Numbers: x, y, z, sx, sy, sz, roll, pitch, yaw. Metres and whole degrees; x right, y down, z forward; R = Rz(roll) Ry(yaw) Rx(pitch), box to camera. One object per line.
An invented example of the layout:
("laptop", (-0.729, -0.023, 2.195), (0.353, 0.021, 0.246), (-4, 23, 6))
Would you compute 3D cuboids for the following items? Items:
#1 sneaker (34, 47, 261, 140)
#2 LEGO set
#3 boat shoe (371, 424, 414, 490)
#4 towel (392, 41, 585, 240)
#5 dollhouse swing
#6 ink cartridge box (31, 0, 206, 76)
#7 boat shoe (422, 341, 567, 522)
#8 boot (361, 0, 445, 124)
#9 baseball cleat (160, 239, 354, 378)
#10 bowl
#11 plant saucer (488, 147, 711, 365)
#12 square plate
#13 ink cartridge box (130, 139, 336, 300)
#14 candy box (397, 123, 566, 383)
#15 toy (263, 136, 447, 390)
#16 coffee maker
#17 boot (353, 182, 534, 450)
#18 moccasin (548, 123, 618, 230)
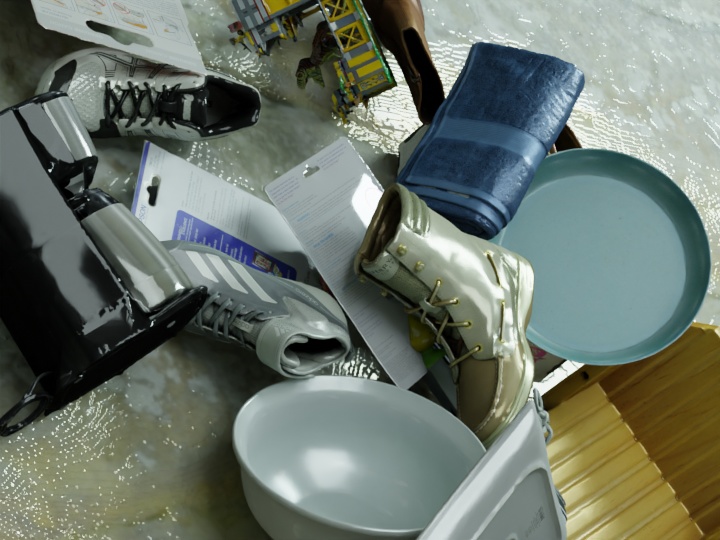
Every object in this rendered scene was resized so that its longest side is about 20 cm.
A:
("sneaker", (-0.168, -0.142, 1.715), (0.200, 0.088, 0.076), (-7, 103, -41))
("LEGO set", (-0.047, -0.196, 1.851), (0.200, 0.116, 0.154), (-89, 154, -79))
("boat shoe", (0.080, 0.193, 1.708), (0.076, 0.060, 0.200), (-43, 93, -15))
("towel", (0.111, -0.115, 1.827), (0.112, 0.049, 0.200), (14, 54, 26))
("dollhouse swing", (0.245, 0.163, 1.800), (0.200, 0.182, 0.176), (57, 31, 9))
("ink cartridge box", (-0.226, -0.228, 1.744), (0.161, 0.050, 0.200), (13, 39, -34))
("boat shoe", (0.124, 0.130, 1.753), (0.068, 0.074, 0.199), (-31, 58, -9))
("boot", (0.021, -0.252, 1.905), (0.200, 0.068, 0.188), (-101, 178, -58))
("baseball cleat", (-0.098, 0.030, 1.635), (0.200, 0.070, 0.106), (11, 21, -18))
("bowl", (-0.006, 0.172, 1.598), (0.201, 0.090, 0.201), (10, 29, -6))
("plant saucer", (0.202, -0.009, 1.815), (0.200, 0.027, 0.200), (1, 69, -4))
("square plate", (0.091, 0.221, 1.556), (0.028, 0.200, 0.198), (29, 66, 29))
("ink cartridge box", (-0.108, -0.021, 1.726), (0.200, 0.039, 0.100), (29, 45, -23))
("candy box", (0.116, -0.022, 1.891), (0.168, 0.072, 0.200), (25, 46, -25))
("toy", (0.000, 0.000, 1.738), (0.200, 0.047, 0.115), (54, 44, 0))
("coffee maker", (-0.239, -0.010, 1.533), (0.200, 0.135, 0.192), (53, 42, 7))
("boot", (0.065, 0.036, 1.684), (0.155, 0.072, 0.200), (33, 44, -27))
("moccasin", (0.212, -0.052, 1.883), (0.074, 0.078, 0.201), (-16, 72, -48))
